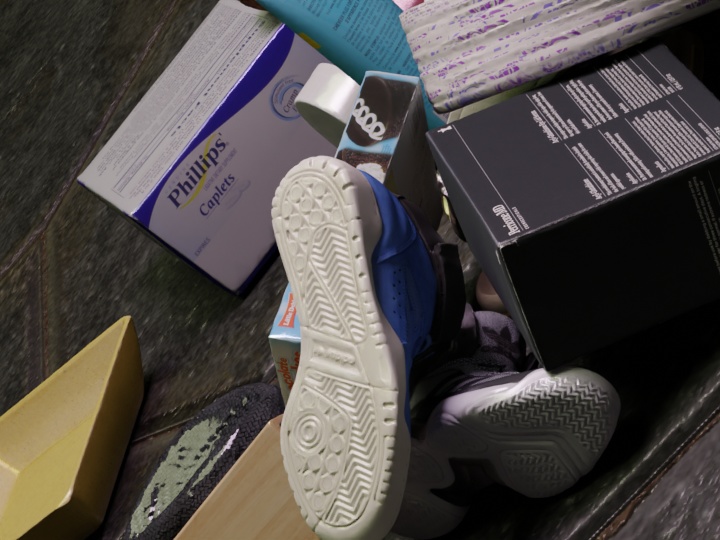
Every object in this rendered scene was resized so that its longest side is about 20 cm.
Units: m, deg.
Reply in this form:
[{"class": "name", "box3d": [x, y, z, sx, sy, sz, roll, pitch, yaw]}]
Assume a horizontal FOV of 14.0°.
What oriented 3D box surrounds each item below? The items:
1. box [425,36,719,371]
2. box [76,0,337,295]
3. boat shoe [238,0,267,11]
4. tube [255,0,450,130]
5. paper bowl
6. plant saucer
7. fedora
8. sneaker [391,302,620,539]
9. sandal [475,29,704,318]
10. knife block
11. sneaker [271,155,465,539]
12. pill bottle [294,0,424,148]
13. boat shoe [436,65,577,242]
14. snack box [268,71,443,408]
[{"class": "box", "box3d": [0.125, -0.039, 1.517, 0.140, 0.079, 0.200, -20, 21, -2]}, {"class": "box", "box3d": [-0.096, -0.094, 2.144, 0.184, 0.105, 0.200, -52, 19, -3]}, {"class": "boat shoe", "box3d": [0.006, -0.209, 2.049, 0.199, 0.072, 0.068, -5, 18, 0]}, {"class": "tube", "box3d": [0.013, -0.141, 1.840, 0.050, 0.200, 0.078, -30, 27, 44]}, {"class": "paper bowl", "box3d": [0.118, -0.170, 1.670, 0.200, 0.105, 0.201, -20, 1, 0]}, {"class": "plant saucer", "box3d": [-0.229, 0.154, 2.087, 0.200, 0.048, 0.200, -38, 24, 34]}, {"class": "fedora", "box3d": [-0.071, 0.136, 1.694, 0.201, 0.091, 0.201, -44, 21, 21]}, {"class": "sneaker", "box3d": [0.071, 0.063, 1.531, 0.200, 0.075, 0.114, -31, 30, 50]}, {"class": "sandal", "box3d": [0.125, -0.059, 1.661, 0.200, 0.054, 0.080, -50, 19, 4]}, {"class": "knife block", "box3d": [-0.087, 0.183, 1.549, 0.175, 0.064, 0.200, -43, -12, -22]}, {"class": "sneaker", "box3d": [0.012, 0.048, 1.497, 0.076, 0.111, 0.201, -19, 68, 30]}, {"class": "pill bottle", "box3d": [0.050, -0.165, 1.936, 0.200, 0.109, 0.109, -55, 20, -9]}, {"class": "boat shoe", "box3d": [0.092, -0.104, 1.793, 0.061, 0.071, 0.202, 92, -163, -49]}, {"class": "snack box", "box3d": [0.000, 0.000, 1.647, 0.037, 0.117, 0.201, 7, 51, 16]}]
